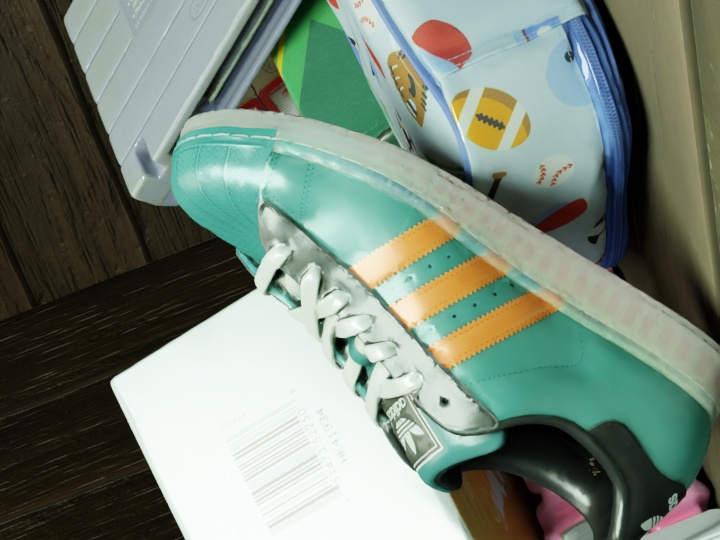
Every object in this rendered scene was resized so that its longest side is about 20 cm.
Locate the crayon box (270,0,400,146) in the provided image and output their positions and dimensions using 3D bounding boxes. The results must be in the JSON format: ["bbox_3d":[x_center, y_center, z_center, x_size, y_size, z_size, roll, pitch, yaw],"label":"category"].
[{"bbox_3d":[0.009,-0.085,1.017,0.126,0.051,0.200,42,-163,-44],"label":"crayon box"}]

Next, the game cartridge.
[{"bbox_3d":[-0.059,-0.142,0.984,0.200,0.038,0.130,-56,37,32],"label":"game cartridge"}]

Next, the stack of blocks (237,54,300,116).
[{"bbox_3d":[-0.040,-0.081,1.155,0.115,0.058,0.200,54,-177,2],"label":"stack of blocks"}]

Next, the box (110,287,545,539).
[{"bbox_3d":[0.004,0.081,0.914,0.125,0.097,0.200,62,-168,15],"label":"box"}]

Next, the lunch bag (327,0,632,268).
[{"bbox_3d":[0.031,-0.092,0.827,0.160,0.075,0.201,72,175,-66],"label":"lunch bag"}]

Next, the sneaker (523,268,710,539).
[{"bbox_3d":[0.086,0.055,0.923,0.095,0.079,0.201,38,-149,-75],"label":"sneaker"}]

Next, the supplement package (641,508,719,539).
[{"bbox_3d":[0.105,0.193,0.755,0.191,0.146,0.201,104,145,-83],"label":"supplement package"}]

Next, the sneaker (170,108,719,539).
[{"bbox_3d":[0.020,0.020,0.742,0.199,0.080,0.071,28,159,-1],"label":"sneaker"}]
